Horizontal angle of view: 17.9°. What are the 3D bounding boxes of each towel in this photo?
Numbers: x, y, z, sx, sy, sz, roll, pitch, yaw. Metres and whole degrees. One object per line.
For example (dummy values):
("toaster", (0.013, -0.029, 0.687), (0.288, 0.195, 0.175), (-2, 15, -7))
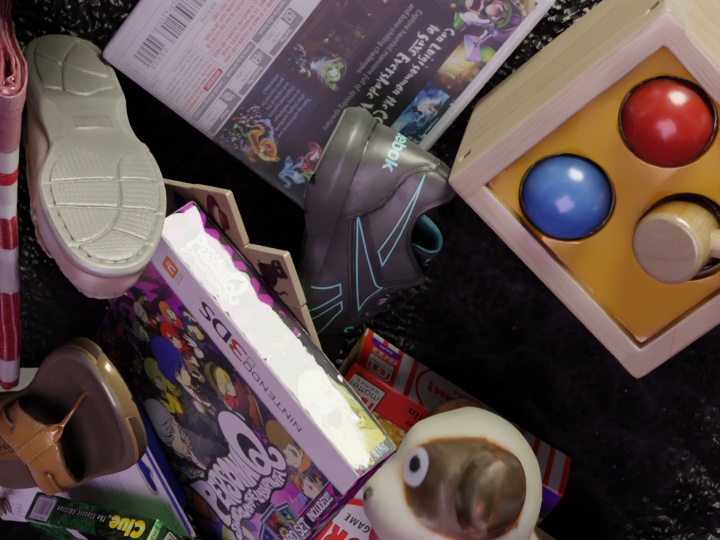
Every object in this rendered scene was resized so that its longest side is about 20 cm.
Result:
("towel", (-0.201, -0.054, 1.291), (0.023, 0.144, 0.201), (-3, 127, -11))

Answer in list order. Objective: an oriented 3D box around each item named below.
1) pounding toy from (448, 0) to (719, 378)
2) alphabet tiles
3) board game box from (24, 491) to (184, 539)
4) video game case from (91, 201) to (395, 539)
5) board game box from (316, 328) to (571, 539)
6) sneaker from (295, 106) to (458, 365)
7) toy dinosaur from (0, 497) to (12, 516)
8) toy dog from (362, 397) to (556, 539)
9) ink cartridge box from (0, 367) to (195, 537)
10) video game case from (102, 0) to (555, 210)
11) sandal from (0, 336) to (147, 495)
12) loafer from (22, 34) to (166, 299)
("pounding toy", (0.182, -0.042, 1.216), (0.184, 0.142, 0.200), (-38, 104, 28))
("alphabet tiles", (-0.092, 0.019, 1.326), (0.199, 0.006, 0.167), (12, 128, 47))
("board game box", (-0.108, 0.196, 1.397), (0.104, 0.024, 0.200), (9, 154, 41))
("video game case", (-0.078, 0.079, 1.323), (0.182, 0.036, 0.200), (51, 148, 8))
("board game box", (0.013, 0.154, 1.417), (0.151, 0.046, 0.200), (32, 120, -5))
("sneaker", (0.000, 0.000, 1.289), (0.079, 0.076, 0.201), (19, 138, 3))
("toy dinosaur", (-0.267, 0.159, 1.474), (0.101, 0.058, 0.200), (60, 140, 11))
("toy dog", (0.074, 0.176, 1.312), (0.193, 0.140, 0.201), (-20, 114, 6))
("ink cartridge box", (-0.172, 0.109, 1.391), (0.199, 0.039, 0.100), (0, 122, 47))
("video game case", (-0.020, -0.139, 1.280), (0.181, 0.023, 0.200), (37, 119, -8))
("sandal", (-0.185, 0.097, 1.315), (0.200, 0.054, 0.081), (-24, 102, 52))
("loafer", (-0.154, -0.049, 1.271), (0.071, 0.201, 0.063), (3, 132, -21))
